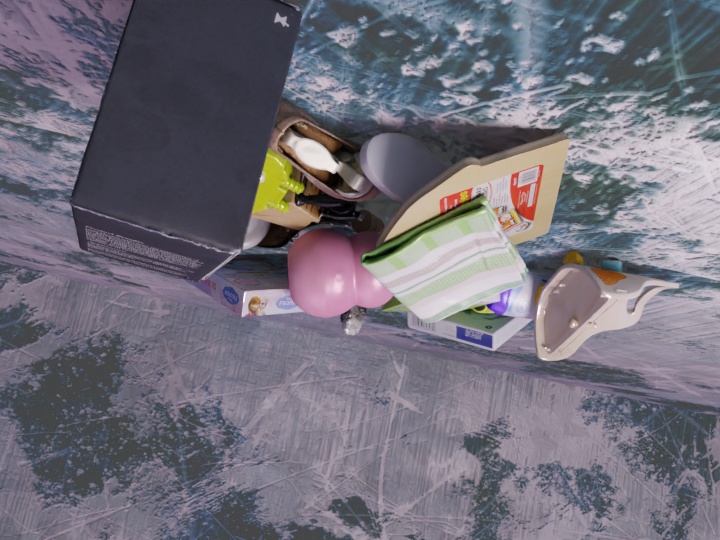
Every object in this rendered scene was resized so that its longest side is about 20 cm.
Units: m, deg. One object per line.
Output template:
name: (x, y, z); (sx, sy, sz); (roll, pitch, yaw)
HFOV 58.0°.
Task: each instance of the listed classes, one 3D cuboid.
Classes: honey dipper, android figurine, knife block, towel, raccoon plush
honey dipper: (0.045, -0.052, 1.043); (0.038, 0.038, 0.200); (5, 171, 27)
android figurine: (-0.161, -0.126, 0.743); (0.199, 0.041, 0.182); (27, 144, -19)
knife block: (-0.094, -0.108, 0.830); (0.199, 0.064, 0.175); (15, 167, -16)
towel: (0.102, 0.000, 0.727); (0.149, 0.031, 0.200); (-27, 151, 14)
raccoon plush: (-0.059, 0.032, 1.164); (0.097, 0.201, 0.134); (38, 136, -28)

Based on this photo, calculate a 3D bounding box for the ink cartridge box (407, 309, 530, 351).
ink cartridge box: (0.229, 0.084, 1.297); (0.199, 0.041, 0.200); (12, -155, 38)

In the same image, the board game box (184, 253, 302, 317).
board game box: (-0.150, 0.017, 1.033); (0.199, 0.041, 0.199); (-2, -163, -40)

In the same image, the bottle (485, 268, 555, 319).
bottle: (0.313, 0.044, 1.093); (0.199, 0.084, 0.065); (10, -171, -8)

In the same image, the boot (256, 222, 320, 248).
boot: (-0.100, -0.070, 0.985); (0.199, 0.076, 0.073); (0, 165, 41)

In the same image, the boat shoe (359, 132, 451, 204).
boat shoe: (0.067, -0.096, 0.730); (0.199, 0.072, 0.068); (12, 169, -39)

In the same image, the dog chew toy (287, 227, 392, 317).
dog chew toy: (0.000, 0.000, 0.910); (0.199, 0.125, 0.125); (-4, 169, -2)

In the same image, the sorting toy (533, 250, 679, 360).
sorting toy: (0.384, 0.049, 1.002); (0.179, 0.107, 0.200); (2, 147, -15)

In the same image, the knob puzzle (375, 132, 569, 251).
knob puzzle: (0.109, -0.062, 0.685); (0.219, 0.031, 0.220); (-15, 152, -8)

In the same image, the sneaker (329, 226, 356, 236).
sneaker: (-0.038, -0.030, 1.045); (0.082, 0.074, 0.200); (36, -164, 31)

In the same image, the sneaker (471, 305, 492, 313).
sneaker: (0.225, 0.040, 1.215); (0.083, 0.075, 0.200); (7, -179, -20)

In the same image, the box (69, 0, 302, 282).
box: (-0.149, -0.108, 0.543); (0.123, 0.201, 0.196); (17, 167, -20)

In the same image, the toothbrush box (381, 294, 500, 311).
toothbrush box: (0.130, 0.022, 1.114); (0.145, 0.087, 0.200); (2, 172, -13)

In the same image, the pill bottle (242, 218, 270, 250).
pill bottle: (-0.225, -0.077, 0.993); (0.108, 0.109, 0.200); (19, 166, -32)

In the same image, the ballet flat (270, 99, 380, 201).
ballet flat: (-0.031, -0.114, 0.700); (0.200, 0.068, 0.067); (21, -164, -42)
